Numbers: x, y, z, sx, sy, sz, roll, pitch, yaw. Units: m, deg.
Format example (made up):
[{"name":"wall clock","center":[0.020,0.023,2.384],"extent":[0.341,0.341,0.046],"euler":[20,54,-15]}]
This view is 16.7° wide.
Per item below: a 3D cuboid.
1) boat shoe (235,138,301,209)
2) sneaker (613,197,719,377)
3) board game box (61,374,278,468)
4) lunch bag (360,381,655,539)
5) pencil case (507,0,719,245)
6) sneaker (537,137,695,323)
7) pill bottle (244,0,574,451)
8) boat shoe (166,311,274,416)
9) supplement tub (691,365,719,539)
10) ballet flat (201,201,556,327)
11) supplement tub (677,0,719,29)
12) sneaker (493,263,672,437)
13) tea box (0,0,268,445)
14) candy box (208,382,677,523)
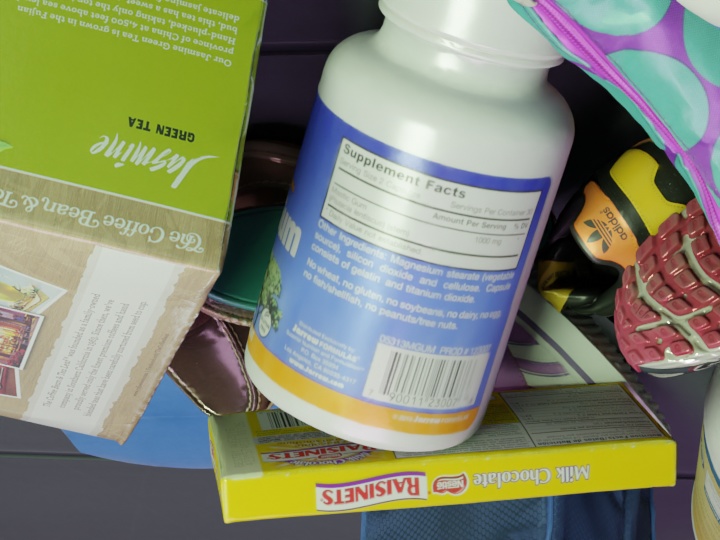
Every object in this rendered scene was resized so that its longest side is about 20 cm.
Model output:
[{"name":"boat shoe","center":[-0.069,-0.004,1.278],"extent":[0.071,0.065,0.200],"euler":[17,151,-17]},{"name":"sneaker","center":[0.202,-0.002,1.026],"extent":[0.199,0.081,0.075],"euler":[-24,135,5]},{"name":"board game box","center":[-0.109,0.070,1.478],"extent":[0.157,0.039,0.200],"euler":[-2,157,9]},{"name":"lunch bag","center":[0.089,0.135,1.359],"extent":[0.135,0.201,0.132],"euler":[-19,146,35]},{"name":"pencil case","center":[0.114,-0.094,0.951],"extent":[0.200,0.093,0.085],"euler":[43,159,-17]},{"name":"sneaker","center":[0.115,-0.009,1.150],"extent":[0.090,0.070,0.200],"euler":[-29,168,-13]},{"name":"pill bottle","center":[0.026,-0.035,1.044],"extent":[0.111,0.112,0.201],"euler":[13,109,-9]},{"name":"boat shoe","center":[-0.110,0.004,1.208],"extent":[0.072,0.072,0.201],"euler":[-16,114,30]},{"name":"supplement tub","center":[0.253,0.114,1.327],"extent":[0.144,0.146,0.200],"euler":[5,153,7]},{"name":"ballet flat","center":[0.000,0.000,1.214],"extent":[0.198,0.071,0.065],"euler":[-5,160,-14]},{"name":"supplement tub","center":[0.215,-0.114,0.899],"extent":[0.199,0.133,0.132],"euler":[27,149,-30]},{"name":"sneaker","center":[0.055,0.049,1.181],"extent":[0.200,0.073,0.114],"euler":[41,100,-23]},{"name":"tea box","center":[-0.128,-0.059,1.040],"extent":[0.133,0.198,0.200],"euler":[14,154,-11]},{"name":"candy box","center":[0.034,0.080,1.097],"extent":[0.198,0.027,0.102],"euler":[-4,-165,-6]}]
